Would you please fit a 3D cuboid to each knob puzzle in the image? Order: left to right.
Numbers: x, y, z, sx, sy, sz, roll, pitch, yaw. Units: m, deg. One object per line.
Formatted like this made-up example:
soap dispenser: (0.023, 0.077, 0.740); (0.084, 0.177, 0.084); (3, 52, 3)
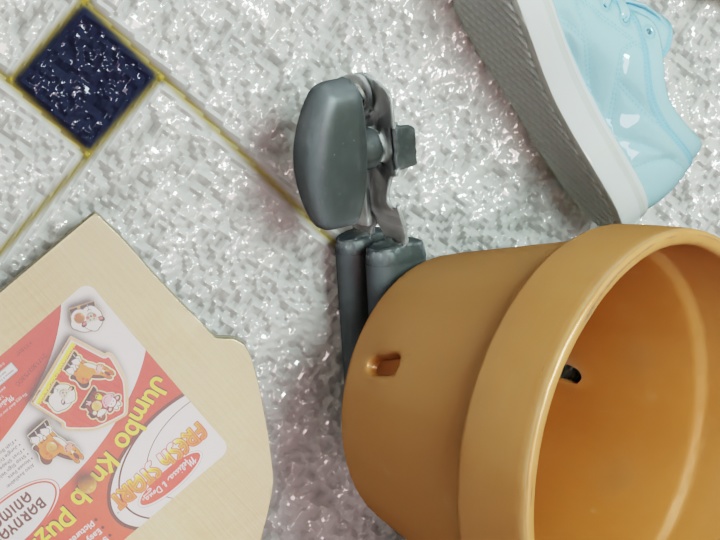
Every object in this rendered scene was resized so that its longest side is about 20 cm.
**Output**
knob puzzle: (-0.131, 0.101, 0.836); (0.217, 0.030, 0.222); (-2, 99, -10)

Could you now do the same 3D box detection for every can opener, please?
can opener: (0.000, 0.000, 0.845); (0.066, 0.052, 0.202); (-17, 111, -28)

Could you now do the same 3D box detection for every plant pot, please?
plant pot: (0.085, 0.070, 0.806); (0.199, 0.139, 0.202); (-15, 111, -45)

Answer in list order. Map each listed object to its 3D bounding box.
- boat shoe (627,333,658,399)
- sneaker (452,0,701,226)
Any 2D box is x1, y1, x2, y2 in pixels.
boat shoe: (0.165, 0.092, 0.911); (0.071, 0.065, 0.202); (-17, 111, -16)
sneaker: (0.107, -0.119, 0.844); (0.082, 0.074, 0.201); (-38, 119, -14)
